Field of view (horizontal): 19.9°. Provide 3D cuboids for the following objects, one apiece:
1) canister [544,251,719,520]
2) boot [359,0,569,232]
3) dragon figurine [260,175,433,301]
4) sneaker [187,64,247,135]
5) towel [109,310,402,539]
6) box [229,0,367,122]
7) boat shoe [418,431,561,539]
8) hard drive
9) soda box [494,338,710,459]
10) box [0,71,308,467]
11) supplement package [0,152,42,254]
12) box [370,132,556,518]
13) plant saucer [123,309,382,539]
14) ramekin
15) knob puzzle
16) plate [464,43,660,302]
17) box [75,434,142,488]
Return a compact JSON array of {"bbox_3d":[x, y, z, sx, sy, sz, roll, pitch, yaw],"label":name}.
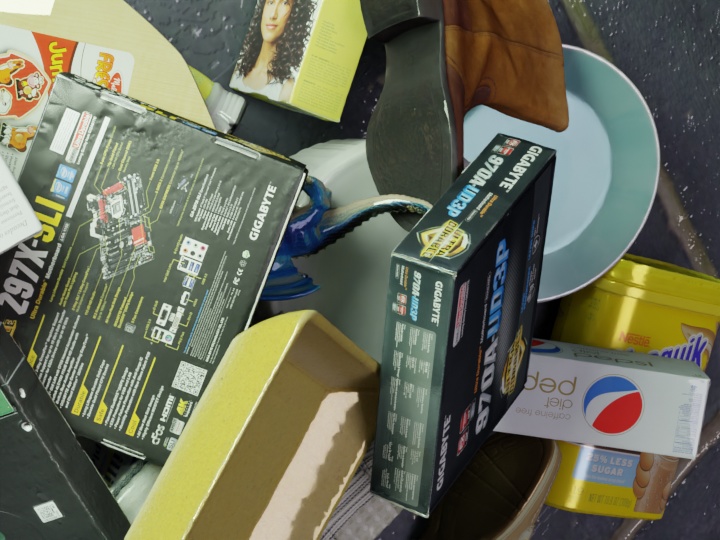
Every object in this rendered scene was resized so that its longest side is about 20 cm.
[{"bbox_3d":[0.206,0.090,1.631,0.148,0.087,0.200,11,97,-39],"label":"canister"},{"bbox_3d":[0.077,-0.111,1.395,0.200,0.068,0.189,6,67,-55],"label":"boot"},{"bbox_3d":[-0.054,-0.011,1.301,0.200,0.059,0.100,5,91,-7],"label":"dragon figurine"},{"bbox_3d":[-0.167,-0.058,1.308,0.090,0.078,0.200,42,83,-6],"label":"sneaker"},{"bbox_3d":[-0.063,0.154,1.330,0.200,0.035,0.193,-47,125,-21],"label":"towel"},{"bbox_3d":[-0.020,-0.205,1.374,0.050,0.075,0.200,18,90,-41],"label":"box"},{"bbox_3d":[0.092,0.205,1.579,0.200,0.074,0.066,-54,141,8],"label":"boat shoe"},{"bbox_3d":[-0.223,0.136,1.225,0.200,0.140,0.038,60,24,-22],"label":"hard drive"},{"bbox_3d":[0.153,0.090,1.531,0.200,0.068,0.064,9,99,-2],"label":"soda box"},{"bbox_3d":[-0.139,0.002,1.228,0.160,0.049,0.200,21,96,0],"label":"box"},{"bbox_3d":[-0.305,-0.012,1.131,0.200,0.156,0.111,-32,98,-27],"label":"supplement package"},{"bbox_3d":[0.066,0.034,1.323,0.159,0.046,0.200,-47,150,-47],"label":"box"},{"bbox_3d":[-0.066,0.124,1.234,0.200,0.048,0.200,-61,158,-6],"label":"plant saucer"},{"bbox_3d":[0.000,0.000,1.428,0.202,0.094,0.203,-10,108,-32],"label":"ramekin"},{"bbox_3d":[-0.179,-0.079,1.258,0.219,0.030,0.220,0,96,-3],"label":"knob puzzle"},{"bbox_3d":[0.126,-0.073,1.527,0.200,0.026,0.200,-5,109,-15],"label":"plate"},{"bbox_3d":[-0.122,0.185,1.381,0.200,0.105,0.184,27,83,-41],"label":"box"}]
